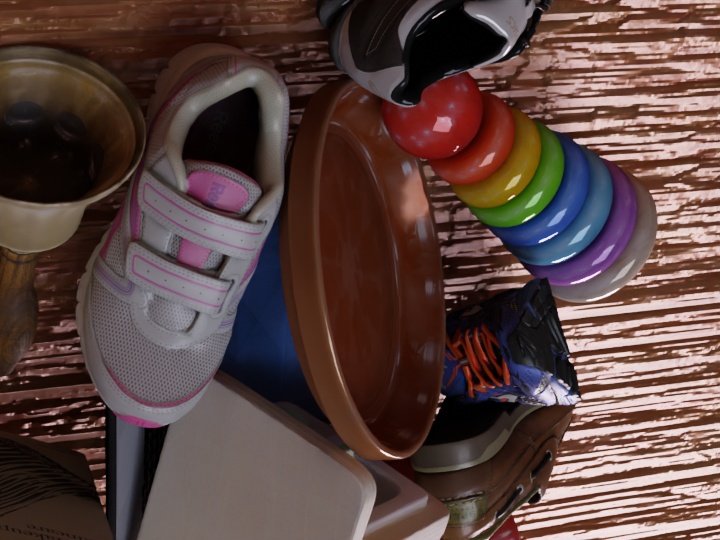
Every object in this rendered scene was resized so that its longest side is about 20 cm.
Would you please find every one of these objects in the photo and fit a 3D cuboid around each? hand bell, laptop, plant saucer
[{"bbox_3d":[-0.176,-0.008,1.082,0.104,0.104,0.200,-8,144,-23],"label":"hand bell"},{"bbox_3d":[-0.062,0.067,1.182,0.115,0.200,0.188,10,131,6],"label":"laptop"},{"bbox_3d":[0.000,0.000,1.107,0.032,0.201,0.201,-7,141,19],"label":"plant saucer"}]

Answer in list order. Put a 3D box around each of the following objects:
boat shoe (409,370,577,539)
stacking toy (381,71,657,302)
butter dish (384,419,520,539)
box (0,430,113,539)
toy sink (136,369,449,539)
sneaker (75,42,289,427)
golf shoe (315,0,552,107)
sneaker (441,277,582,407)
[{"bbox_3d":[0.081,0.110,1.269,0.200,0.072,0.068,-25,106,-60],"label":"boat shoe"},{"bbox_3d":[0.084,-0.058,1.165,0.085,0.086,0.200,-42,136,12],"label":"stacking toy"},{"bbox_3d":[0.021,0.201,1.301,0.199,0.148,0.200,2,129,-51],"label":"butter dish"},{"bbox_3d":[-0.180,0.148,1.110,0.082,0.200,0.069,16,99,-18],"label":"box"},{"bbox_3d":[-0.039,0.152,1.156,0.112,0.130,0.201,-19,132,-52],"label":"toy sink"},{"bbox_3d":[-0.086,-0.022,1.034,0.081,0.088,0.201,14,83,-14],"label":"sneaker"},{"bbox_3d":[0.078,-0.149,1.075,0.200,0.095,0.078,-35,136,1],"label":"golf shoe"},{"bbox_3d":[0.077,0.051,1.209,0.078,0.076,0.200,-18,176,-4],"label":"sneaker"}]
